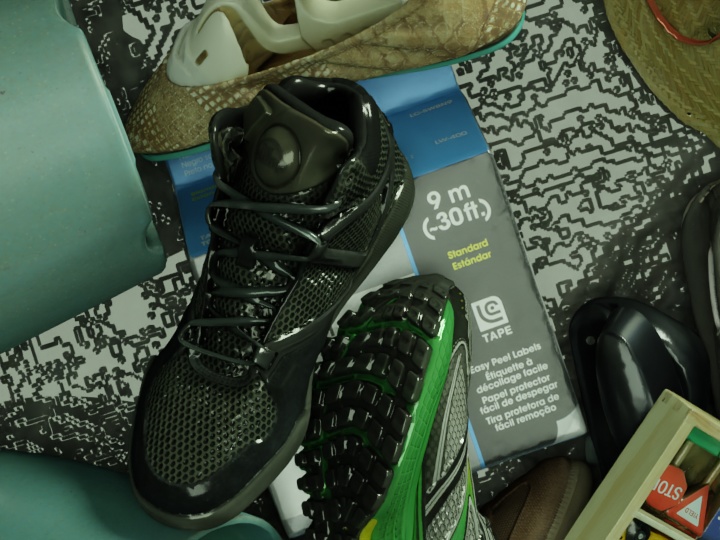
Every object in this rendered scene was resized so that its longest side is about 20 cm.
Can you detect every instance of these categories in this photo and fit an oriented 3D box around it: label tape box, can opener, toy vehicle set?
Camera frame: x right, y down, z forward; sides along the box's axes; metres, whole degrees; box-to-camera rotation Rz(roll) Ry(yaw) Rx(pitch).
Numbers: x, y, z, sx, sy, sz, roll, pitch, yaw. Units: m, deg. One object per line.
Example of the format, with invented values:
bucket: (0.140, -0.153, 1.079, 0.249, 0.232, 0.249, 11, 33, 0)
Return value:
label tape box: (0.000, 0.000, 1.096, 0.144, 0.063, 0.201, -20, 95, 1)
can opener: (0.135, 0.105, 1.107, 0.063, 0.079, 0.201, -2, 111, 36)
toy vehicle set: (0.176, 0.149, 1.079, 0.199, 0.027, 0.125, 30, 95, -27)

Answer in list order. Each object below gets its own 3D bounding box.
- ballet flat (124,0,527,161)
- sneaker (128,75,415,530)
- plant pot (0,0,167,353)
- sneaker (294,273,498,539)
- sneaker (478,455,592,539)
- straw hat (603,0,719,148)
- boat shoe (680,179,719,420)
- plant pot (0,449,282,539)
ballet flat: (-0.027, -0.106, 1.053, 0.199, 0.071, 0.065, -19, 127, 19)
sneaker: (-0.044, 0.002, 0.985, 0.076, 0.114, 0.200, 20, 66, 23)
plant pot: (-0.197, -0.034, 1.038, 0.195, 0.200, 0.201, -22, 94, -6)
sneaker: (0.019, 0.100, 1.047, 0.085, 0.078, 0.201, 2, 101, -36)
sneaker: (0.027, 0.157, 1.105, 0.075, 0.070, 0.200, 34, 93, -2)
straw hat: (0.212, -0.134, 1.069, 0.200, 0.085, 0.202, 19, 131, 23)
boat shoe: (0.191, 0.055, 1.104, 0.067, 0.057, 0.201, -19, 94, 0)
plant pot: (-0.148, 0.168, 1.047, 0.160, 0.200, 0.202, 22, 94, 24)
